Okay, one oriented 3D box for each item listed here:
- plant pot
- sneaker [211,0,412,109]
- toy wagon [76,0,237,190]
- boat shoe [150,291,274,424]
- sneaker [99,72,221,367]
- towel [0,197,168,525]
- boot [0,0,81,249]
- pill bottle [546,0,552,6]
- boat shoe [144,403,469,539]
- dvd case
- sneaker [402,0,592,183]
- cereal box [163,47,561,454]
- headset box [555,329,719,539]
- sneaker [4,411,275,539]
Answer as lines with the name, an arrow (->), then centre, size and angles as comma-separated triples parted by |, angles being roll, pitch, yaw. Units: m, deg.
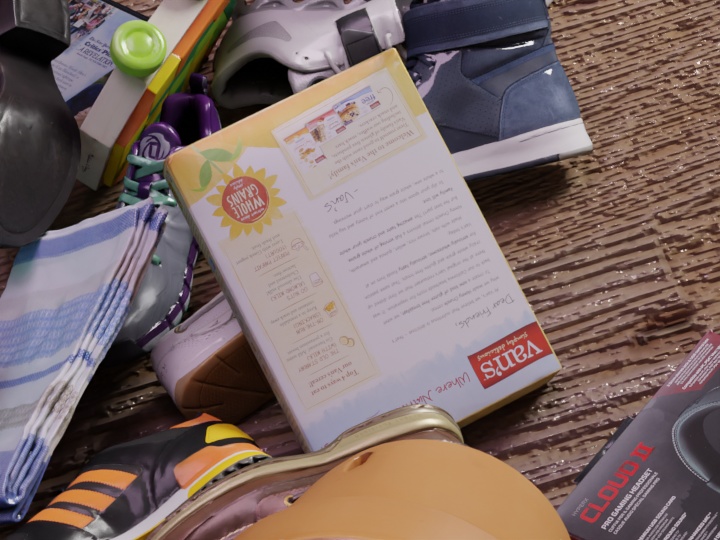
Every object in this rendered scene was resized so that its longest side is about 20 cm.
plant pot -> 0.020, 0.171, 1.232 | 0.199, 0.201, 0.140 | -2, 27, 16
sneaker -> -0.001, -0.127, 1.644 | 0.199, 0.074, 0.089 | -5, 41, 27
toy wagon -> -0.113, -0.142, 1.629 | 0.039, 0.155, 0.200 | 33, 64, 0
boat shoe -> -0.031, 0.007, 1.503 | 0.199, 0.071, 0.069 | -31, 43, -14
sneaker -> -0.128, -0.031, 1.547 | 0.074, 0.088, 0.200 | 2, 37, 18
towel -> -0.185, 0.055, 1.464 | 0.147, 0.024, 0.201 | -15, 44, 51
boot -> -0.256, -0.068, 1.604 | 0.200, 0.068, 0.189 | -28, 58, 39
pill bottle -> 0.056, -0.252, 1.661 | 0.114, 0.201, 0.115 | -9, 42, 8
boat shoe -> -0.026, 0.136, 1.359 | 0.199, 0.072, 0.068 | -25, 40, -13
dvd case -> -0.214, -0.107, 1.728 | 0.142, 0.018, 0.200 | 27, 58, 39
sneaker -> 0.020, -0.112, 1.557 | 0.201, 0.147, 0.077 | -16, 3, -7
cereal box -> 0.000, 0.000, 1.439 | 0.143, 0.040, 0.201 | -25, 83, -10
headset box -> 0.198, 0.125, 1.296 | 0.199, 0.077, 0.149 | 23, 55, 34
sneaker -> -0.139, 0.140, 1.402 | 0.199, 0.070, 0.090 | -27, 35, -17
